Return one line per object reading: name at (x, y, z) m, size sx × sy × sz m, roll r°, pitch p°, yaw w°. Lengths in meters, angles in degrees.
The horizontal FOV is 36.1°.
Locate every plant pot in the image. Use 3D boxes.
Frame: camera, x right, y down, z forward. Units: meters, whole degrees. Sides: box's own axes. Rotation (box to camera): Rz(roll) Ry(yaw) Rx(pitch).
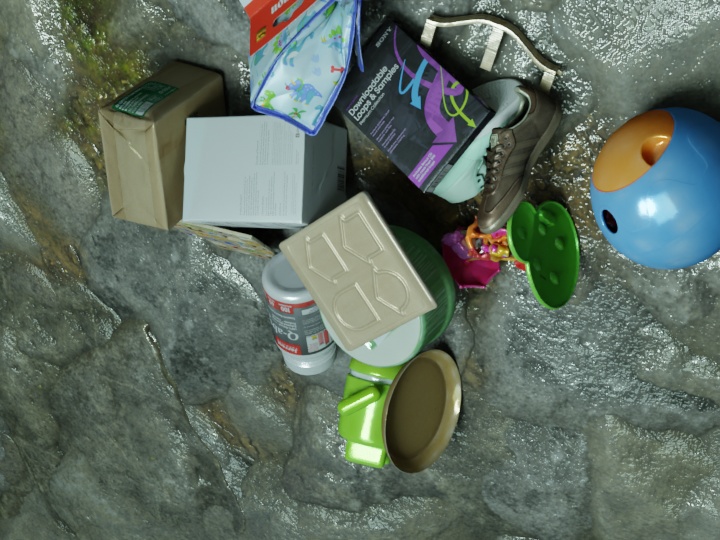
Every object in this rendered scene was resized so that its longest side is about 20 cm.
plant pot at (0.094, 0.224, 1.772) m, size 0.027 × 0.199 × 0.203 m, roll 14°, pitch 129°, yaw 40°

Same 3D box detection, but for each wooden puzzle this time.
wooden puzzle at (0.000, 0.000, 1.539) m, size 0.199 × 0.046 × 0.187 m, roll -28°, pitch 98°, yaw 42°

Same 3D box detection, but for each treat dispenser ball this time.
treat dispenser ball at (0.392, -0.104, 1.400) m, size 0.197 × 0.202 × 0.204 m, roll 12°, pitch 126°, yaw 17°

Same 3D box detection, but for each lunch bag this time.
lunch bag at (-0.063, -0.314, 1.480) m, size 0.126 × 0.171 × 0.202 m, roll 19°, pitch 119°, yaw -21°

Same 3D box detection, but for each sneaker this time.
sneaker at (0.169, -0.179, 1.556) m, size 0.200 × 0.074 × 0.118 m, roll -40°, pitch 138°, yaw 19°
sneaker at (0.192, -0.150, 1.467) m, size 0.075 × 0.202 × 0.070 m, roll 30°, pitch 173°, yaw -19°

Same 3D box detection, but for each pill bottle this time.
pill bottle at (-0.091, 0.070, 1.788) m, size 0.114 × 0.117 × 0.202 m, roll 12°, pitch 138°, yaw 18°

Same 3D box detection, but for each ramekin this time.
ramekin at (0.033, 0.044, 1.630) m, size 0.197 × 0.098 × 0.203 m, roll 14°, pitch 121°, yaw 24°

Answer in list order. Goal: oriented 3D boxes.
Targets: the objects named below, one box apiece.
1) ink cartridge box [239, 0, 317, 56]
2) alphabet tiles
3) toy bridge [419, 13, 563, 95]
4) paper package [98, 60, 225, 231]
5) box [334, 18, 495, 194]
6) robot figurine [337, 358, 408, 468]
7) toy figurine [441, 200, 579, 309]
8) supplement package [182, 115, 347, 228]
ink cartridge box at (-0.113, -0.407, 1.451) m, size 0.047 × 0.203 × 0.159 m, roll 24°, pitch 140°, yaw -38°
alphabet tiles at (-0.216, -0.049, 1.759) m, size 0.164 × 0.200 × 0.008 m, roll 13°, pitch 82°, yaw 16°
toy bridge at (0.180, -0.302, 1.481) m, size 0.197 × 0.027 × 0.068 m, roll 24°, pitch 128°, yaw 8°
paper package at (-0.290, -0.190, 1.666) m, size 0.102 × 0.200 × 0.194 m, roll 13°, pitch 125°, yaw 21°
box at (0.067, -0.225, 1.510) m, size 0.200 × 0.036 × 0.144 m, roll 45°, pitch 107°, yaw 18°
robot figurine at (0.028, 0.214, 1.803) m, size 0.114 × 0.175 × 0.204 m, roll 11°, pitch 93°, yaw 18°
toy figurine at (0.189, -0.028, 1.584) m, size 0.182 × 0.153 × 0.199 m, roll -2°, pitch 159°, yaw 39°
supplement package at (-0.139, -0.142, 1.627) m, size 0.196 × 0.150 × 0.155 m, roll 2°, pitch 89°, yaw 24°
